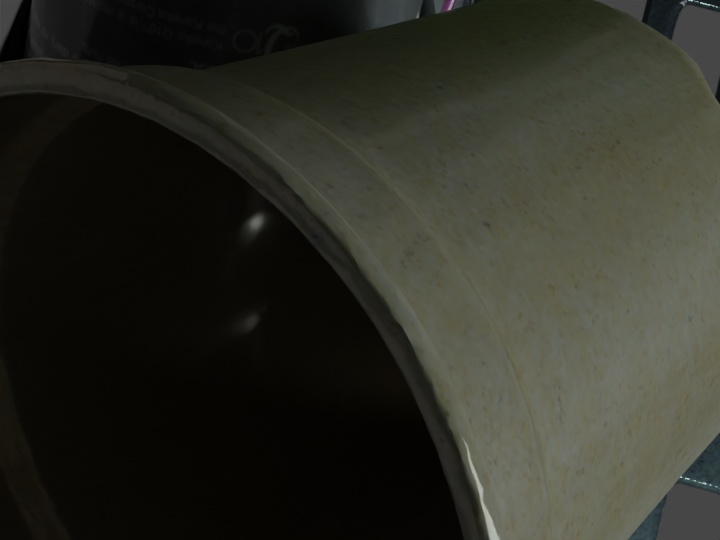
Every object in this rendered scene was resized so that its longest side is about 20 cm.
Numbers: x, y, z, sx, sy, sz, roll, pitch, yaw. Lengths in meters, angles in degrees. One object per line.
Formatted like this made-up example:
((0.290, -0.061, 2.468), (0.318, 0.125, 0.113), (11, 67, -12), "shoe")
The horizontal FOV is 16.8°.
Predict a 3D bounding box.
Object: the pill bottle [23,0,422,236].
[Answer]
((-0.045, -0.052, 0.722), (0.113, 0.112, 0.201), (-68, 172, -61), "pill bottle")

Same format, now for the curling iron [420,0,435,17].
((-0.004, -0.157, 0.847), (0.026, 0.049, 0.201), (76, -3, -66), "curling iron")

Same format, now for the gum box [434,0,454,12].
((-0.019, -0.058, 1.150), (0.114, 0.066, 0.201), (120, -8, -86), "gum box")

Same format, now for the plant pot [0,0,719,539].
((0.004, 0.019, 0.602), (0.183, 0.200, 0.202), (-30, 141, -45), "plant pot")
